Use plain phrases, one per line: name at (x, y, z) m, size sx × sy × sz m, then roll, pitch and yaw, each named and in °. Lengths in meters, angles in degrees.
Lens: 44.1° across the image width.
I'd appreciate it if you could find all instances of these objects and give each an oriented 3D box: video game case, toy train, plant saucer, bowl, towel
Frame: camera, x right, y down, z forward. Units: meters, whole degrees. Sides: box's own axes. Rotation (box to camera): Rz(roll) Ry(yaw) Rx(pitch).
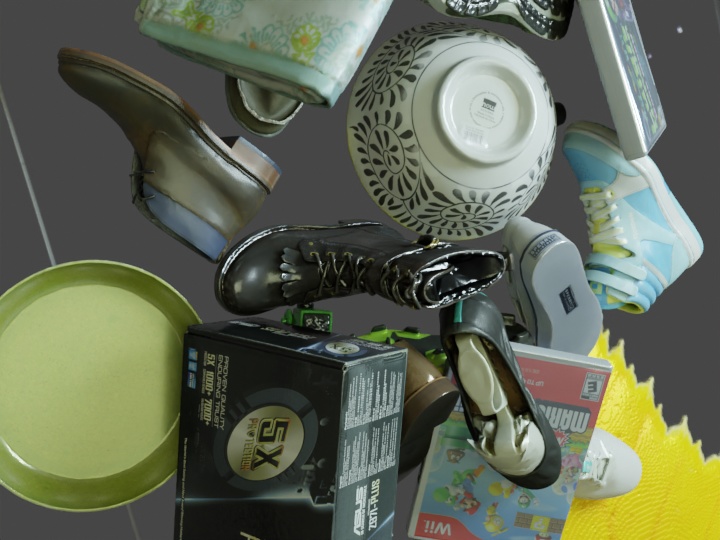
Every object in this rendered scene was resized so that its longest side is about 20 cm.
video game case at (0.129, 0.161, 0.793) m, size 0.142 × 0.017 × 0.202 m, roll 10°, pitch 108°, yaw -4°
toy train at (-0.049, 0.127, 0.774) m, size 0.041 × 0.056 × 0.202 m, roll 2°, pitch 92°, yaw -21°
plant saucer at (-0.217, 0.091, 0.719) m, size 0.198 × 0.031 × 0.202 m, roll -2°, pitch 94°, yaw -21°
video game case at (0.238, -0.213, 0.819) m, size 0.182 × 0.023 × 0.202 m, roll -35°, pitch 108°, yaw -61°
bowl at (0.094, -0.131, 0.773) m, size 0.199 × 0.094 × 0.203 m, roll 1°, pitch 87°, yaw -12°
towel at (-0.066, -0.230, 0.692) m, size 0.199 × 0.048 × 0.172 m, roll 24°, pitch 83°, yaw 23°

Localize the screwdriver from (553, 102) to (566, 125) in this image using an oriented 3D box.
screwdriver at (0.104, -0.133, 0.843) m, size 0.198 × 0.029 × 0.028 m, roll -12°, pitch 98°, yaw -12°

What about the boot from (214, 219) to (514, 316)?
boot at (0.000, 0.000, 0.710) m, size 0.199 × 0.174 × 0.070 m, roll -18°, pitch 108°, yaw -29°

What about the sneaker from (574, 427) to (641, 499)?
sneaker at (0.204, 0.184, 0.860) m, size 0.199 × 0.088 × 0.076 m, roll 21°, pitch 85°, yaw -20°

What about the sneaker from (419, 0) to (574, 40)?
sneaker at (0.106, -0.243, 0.753) m, size 0.199 × 0.088 × 0.078 m, roll 1°, pitch 103°, yaw -41°

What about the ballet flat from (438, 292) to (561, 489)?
ballet flat at (0.110, 0.114, 0.732) m, size 0.068 × 0.068 × 0.201 m, roll -20°, pitch 107°, yaw 22°

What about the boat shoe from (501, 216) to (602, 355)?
boat shoe at (0.178, 0.022, 0.836) m, size 0.073 × 0.065 × 0.201 m, roll -33°, pitch 137°, yaw -11°

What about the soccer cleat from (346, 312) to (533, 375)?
soccer cleat at (0.066, 0.092, 0.815) m, size 0.198 × 0.065 × 0.084 m, roll -6°, pitch 122°, yaw -15°

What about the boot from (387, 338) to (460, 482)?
boot at (0.017, 0.136, 0.765) m, size 0.073 × 0.201 × 0.076 m, roll -19°, pitch 57°, yaw -39°

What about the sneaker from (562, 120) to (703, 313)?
sneaker at (0.242, -0.039, 0.868) m, size 0.200 × 0.079 × 0.131 m, roll 45°, pitch 76°, yaw -17°

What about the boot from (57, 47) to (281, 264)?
boot at (-0.165, -0.089, 0.706) m, size 0.199 × 0.075 × 0.097 m, roll 31°, pitch 79°, yaw -22°

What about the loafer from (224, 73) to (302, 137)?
loafer at (-0.056, -0.210, 0.743) m, size 0.075 × 0.070 × 0.202 m, roll 19°, pitch 86°, yaw -21°

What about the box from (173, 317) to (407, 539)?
box at (-0.058, 0.150, 0.699) m, size 0.086 × 0.163 × 0.202 m, roll -5°, pitch 102°, yaw -55°
